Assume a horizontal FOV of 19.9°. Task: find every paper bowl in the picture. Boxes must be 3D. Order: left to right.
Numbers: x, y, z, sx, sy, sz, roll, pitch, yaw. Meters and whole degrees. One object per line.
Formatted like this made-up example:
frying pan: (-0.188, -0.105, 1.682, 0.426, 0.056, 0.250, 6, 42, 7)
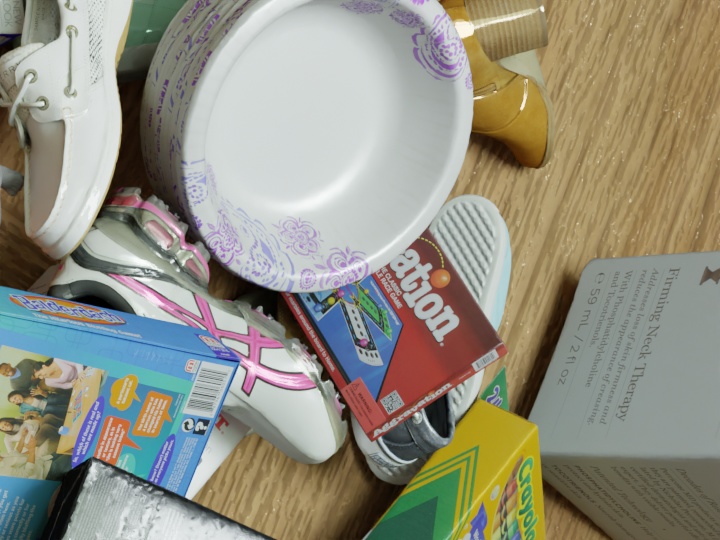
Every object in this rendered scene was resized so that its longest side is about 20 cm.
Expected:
paper bowl: (-0.039, -0.097, 1.230, 0.199, 0.104, 0.202, -14, 120, -26)

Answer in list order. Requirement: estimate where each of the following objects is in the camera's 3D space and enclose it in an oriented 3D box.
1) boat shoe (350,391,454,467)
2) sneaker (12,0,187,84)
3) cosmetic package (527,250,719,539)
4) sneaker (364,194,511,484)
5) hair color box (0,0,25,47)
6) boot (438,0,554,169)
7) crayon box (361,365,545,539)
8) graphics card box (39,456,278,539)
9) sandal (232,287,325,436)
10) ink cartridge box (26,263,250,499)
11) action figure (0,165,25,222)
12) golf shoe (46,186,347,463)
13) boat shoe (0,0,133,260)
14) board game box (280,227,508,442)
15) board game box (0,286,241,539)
boat shoe: (0.025, 0.023, 1.324, 0.071, 0.067, 0.202, 15, 62, -44)
sneaker: (-0.134, -0.183, 1.297, 0.199, 0.074, 0.119, -13, 88, -37)
cosmetic package: (0.252, 0.098, 1.432, 0.166, 0.199, 0.168, 42, 59, -35)
sneaker: (0.062, 0.052, 1.400, 0.202, 0.073, 0.082, -69, 160, -2)
hair color box: (-0.300, -0.183, 1.184, 0.199, 0.065, 0.111, -5, 84, -38)
boot: (0.059, -0.122, 1.420, 0.143, 0.202, 0.071, -14, 61, 0)
crayon box: (0.065, 0.177, 1.351, 0.200, 0.051, 0.126, -49, 147, -32)
graphics card box: (-0.079, 0.194, 1.055, 0.199, 0.051, 0.126, 26, 66, -18)
sandal: (-0.031, 0.037, 1.343, 0.199, 0.054, 0.081, -33, 103, -36)
ink cartridge box: (-0.180, 0.108, 1.206, 0.145, 0.084, 0.200, 51, 57, -17)
action figure: (-0.278, 0.020, 1.109, 0.198, 0.105, 0.195, 2, 49, -3)
golf shoe: (-0.096, 0.051, 1.185, 0.200, 0.073, 0.092, 44, 63, -10)
boat shoe: (-0.178, -0.104, 1.169, 0.069, 0.071, 0.202, 21, 57, -34)
board game box: (0.000, 0.000, 1.296, 0.102, 0.019, 0.201, -32, 62, -1)
board game box: (-0.176, 0.090, 1.077, 0.199, 0.045, 0.153, 15, 103, -41)
